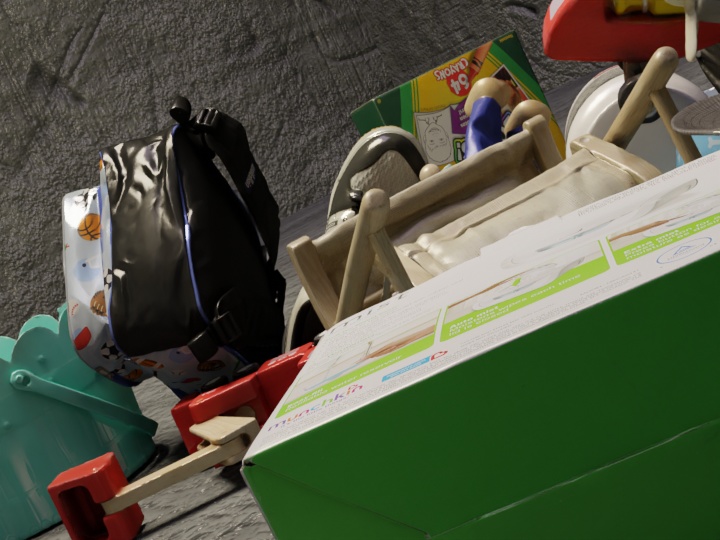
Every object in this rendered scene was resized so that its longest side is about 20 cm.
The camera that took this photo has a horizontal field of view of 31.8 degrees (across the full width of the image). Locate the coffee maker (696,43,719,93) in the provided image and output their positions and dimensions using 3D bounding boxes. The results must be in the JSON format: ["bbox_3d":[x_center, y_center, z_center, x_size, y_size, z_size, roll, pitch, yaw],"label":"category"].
[{"bbox_3d":[0.337,-0.193,0.869,0.198,0.194,0.134,-27,-2,-26],"label":"coffee maker"}]

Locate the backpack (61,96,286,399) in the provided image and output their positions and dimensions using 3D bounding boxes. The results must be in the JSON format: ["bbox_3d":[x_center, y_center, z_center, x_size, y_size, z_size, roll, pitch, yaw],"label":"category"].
[{"bbox_3d":[-0.131,0.010,0.950,0.152,0.203,0.190,-14,-27,18],"label":"backpack"}]

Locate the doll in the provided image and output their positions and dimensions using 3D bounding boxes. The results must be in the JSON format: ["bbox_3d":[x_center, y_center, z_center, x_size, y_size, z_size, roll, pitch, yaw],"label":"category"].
[{"bbox_3d":[0.102,-0.048,0.896,0.048,0.135,0.202,-46,30,41],"label":"doll"}]

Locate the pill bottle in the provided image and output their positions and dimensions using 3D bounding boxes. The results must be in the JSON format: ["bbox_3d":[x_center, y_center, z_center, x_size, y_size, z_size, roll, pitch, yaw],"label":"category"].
[{"bbox_3d":[0.204,-0.089,0.917,0.113,0.115,0.200,-24,7,13],"label":"pill bottle"}]

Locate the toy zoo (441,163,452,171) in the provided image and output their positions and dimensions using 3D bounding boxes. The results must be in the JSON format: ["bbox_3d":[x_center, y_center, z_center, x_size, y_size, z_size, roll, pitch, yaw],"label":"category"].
[{"bbox_3d":[0.017,-0.011,1.037,0.200,0.020,0.131,-47,-8,27],"label":"toy zoo"}]

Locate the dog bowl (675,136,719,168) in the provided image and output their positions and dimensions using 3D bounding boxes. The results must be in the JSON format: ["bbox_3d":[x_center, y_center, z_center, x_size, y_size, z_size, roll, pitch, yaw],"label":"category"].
[{"bbox_3d":[0.274,-0.080,0.727,0.197,0.050,0.111,-15,2,28],"label":"dog bowl"}]

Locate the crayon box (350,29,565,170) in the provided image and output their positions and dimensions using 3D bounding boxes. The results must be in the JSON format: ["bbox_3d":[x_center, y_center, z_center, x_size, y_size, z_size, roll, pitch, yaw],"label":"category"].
[{"bbox_3d":[0.112,-0.126,1.295,0.199,0.174,0.058,-29,5,-29],"label":"crayon box"}]

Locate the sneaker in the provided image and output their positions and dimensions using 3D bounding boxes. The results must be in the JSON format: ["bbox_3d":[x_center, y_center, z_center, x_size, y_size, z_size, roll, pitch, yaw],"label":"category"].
[{"bbox_3d":[0.000,0.000,0.891,0.075,0.203,0.088,18,14,-3],"label":"sneaker"}]

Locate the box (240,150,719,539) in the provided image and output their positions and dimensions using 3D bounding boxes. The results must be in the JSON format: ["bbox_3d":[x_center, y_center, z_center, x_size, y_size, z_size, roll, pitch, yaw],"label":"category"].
[{"bbox_3d":[0.076,0.041,0.460,0.198,0.098,0.177,-25,6,10],"label":"box"}]

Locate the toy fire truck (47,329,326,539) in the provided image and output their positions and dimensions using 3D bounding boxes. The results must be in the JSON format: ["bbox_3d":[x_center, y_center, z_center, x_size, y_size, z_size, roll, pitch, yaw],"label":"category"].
[{"bbox_3d":[-0.086,0.103,0.808,0.198,0.049,0.141,-23,7,14],"label":"toy fire truck"}]

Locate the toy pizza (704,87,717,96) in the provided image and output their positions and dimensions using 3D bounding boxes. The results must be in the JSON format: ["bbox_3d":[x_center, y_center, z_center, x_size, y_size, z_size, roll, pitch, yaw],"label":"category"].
[{"bbox_3d":[0.337,-0.147,1.223,0.198,0.032,0.200,-26,8,4],"label":"toy pizza"}]

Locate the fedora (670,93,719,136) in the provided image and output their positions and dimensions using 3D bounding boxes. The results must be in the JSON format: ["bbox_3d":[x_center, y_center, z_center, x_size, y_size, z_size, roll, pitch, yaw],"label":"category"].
[{"bbox_3d":[0.247,-0.052,0.564,0.197,0.092,0.177,-18,9,9],"label":"fedora"}]

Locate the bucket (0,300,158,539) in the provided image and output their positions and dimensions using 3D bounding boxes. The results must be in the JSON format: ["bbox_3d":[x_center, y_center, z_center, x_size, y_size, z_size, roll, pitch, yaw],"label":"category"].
[{"bbox_3d":[-0.264,0.119,0.985,0.205,0.136,0.207,-25,7,4],"label":"bucket"}]

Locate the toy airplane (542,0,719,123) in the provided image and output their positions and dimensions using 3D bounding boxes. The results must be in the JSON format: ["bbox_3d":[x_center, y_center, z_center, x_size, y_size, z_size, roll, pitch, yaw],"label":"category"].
[{"bbox_3d":[0.217,-0.188,0.728,0.199,0.142,0.199,-42,30,-17],"label":"toy airplane"}]

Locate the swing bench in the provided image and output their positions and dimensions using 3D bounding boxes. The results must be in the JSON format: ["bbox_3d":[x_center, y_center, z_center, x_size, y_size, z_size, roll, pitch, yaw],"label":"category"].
[{"bbox_3d":[0.086,-0.012,0.732,0.197,0.131,0.200,-28,1,-15],"label":"swing bench"}]
